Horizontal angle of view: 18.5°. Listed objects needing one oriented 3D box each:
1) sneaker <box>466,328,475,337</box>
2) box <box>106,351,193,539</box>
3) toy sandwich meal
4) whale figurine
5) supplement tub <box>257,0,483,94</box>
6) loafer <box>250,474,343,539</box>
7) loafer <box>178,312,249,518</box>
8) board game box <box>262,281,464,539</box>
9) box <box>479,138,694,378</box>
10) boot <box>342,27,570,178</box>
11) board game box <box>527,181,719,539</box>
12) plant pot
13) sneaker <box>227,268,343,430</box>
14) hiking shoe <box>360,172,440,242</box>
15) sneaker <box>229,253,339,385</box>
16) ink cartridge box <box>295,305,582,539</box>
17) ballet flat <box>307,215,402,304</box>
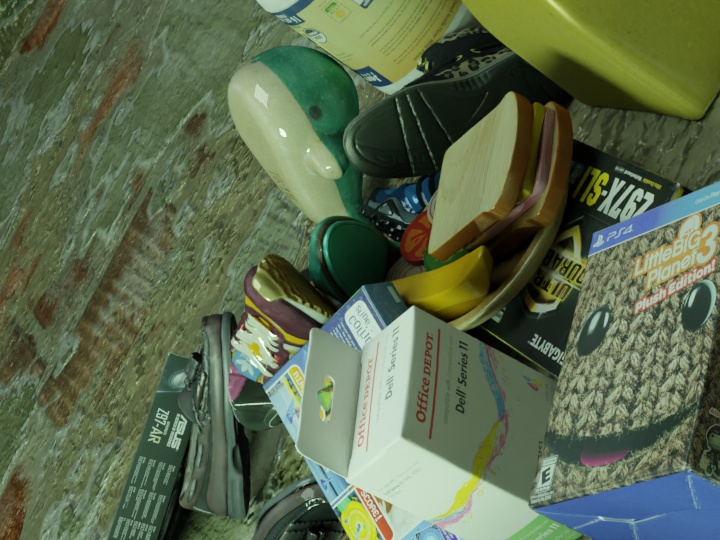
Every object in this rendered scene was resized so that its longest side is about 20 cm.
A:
[{"bbox_3d":[0.034,0.081,1.746,0.114,0.076,0.199,-51,8,-17],"label":"sneaker"},{"bbox_3d":[-0.187,0.195,2.031,0.160,0.043,0.200,106,-179,-66],"label":"box"},{"bbox_3d":[0.079,-0.041,1.641,0.205,0.070,0.205,-40,30,30],"label":"toy sandwich meal"},{"bbox_3d":[-0.034,-0.112,1.980,0.104,0.200,0.159,-36,18,-12],"label":"whale figurine"},{"bbox_3d":[0.020,-0.244,1.947,0.144,0.200,0.144,-43,27,29],"label":"supplement tub"},{"bbox_3d":[-0.060,0.235,1.793,0.200,0.072,0.063,-49,46,42],"label":"loafer"},{"bbox_3d":[-0.131,0.128,1.898,0.072,0.063,0.200,-84,-7,-60],"label":"loafer"},{"bbox_3d":[0.023,0.128,1.613,0.135,0.034,0.200,-45,67,35],"label":"board game box"},{"bbox_3d":[0.164,-0.003,1.591,0.160,0.049,0.200,-59,23,3],"label":"box"},{"bbox_3d":[0.066,-0.141,1.829,0.203,0.074,0.154,-24,18,-10],"label":"boot"},{"bbox_3d":[0.207,0.063,1.365,0.159,0.097,0.200,-25,43,55],"label":"board game box"},{"bbox_3d":[0.173,-0.248,1.643,0.194,0.200,0.195,-64,22,-3],"label":"plant pot"},{"bbox_3d":[-0.049,0.084,1.872,0.200,0.080,0.086,-51,-32,-52],"label":"sneaker"},{"bbox_3d":[0.077,-0.053,1.814,0.200,0.074,0.087,12,67,57],"label":"hiking shoe"},{"bbox_3d":[-0.063,0.049,1.702,0.090,0.075,0.200,-42,-18,3],"label":"sneaker"},{"bbox_3d":[0.059,0.105,1.494,0.067,0.200,0.117,-41,31,41],"label":"ink cartridge box"},{"bbox_3d":[0.000,0.000,1.743,0.070,0.200,0.067,6,83,35],"label":"ballet flat"}]
